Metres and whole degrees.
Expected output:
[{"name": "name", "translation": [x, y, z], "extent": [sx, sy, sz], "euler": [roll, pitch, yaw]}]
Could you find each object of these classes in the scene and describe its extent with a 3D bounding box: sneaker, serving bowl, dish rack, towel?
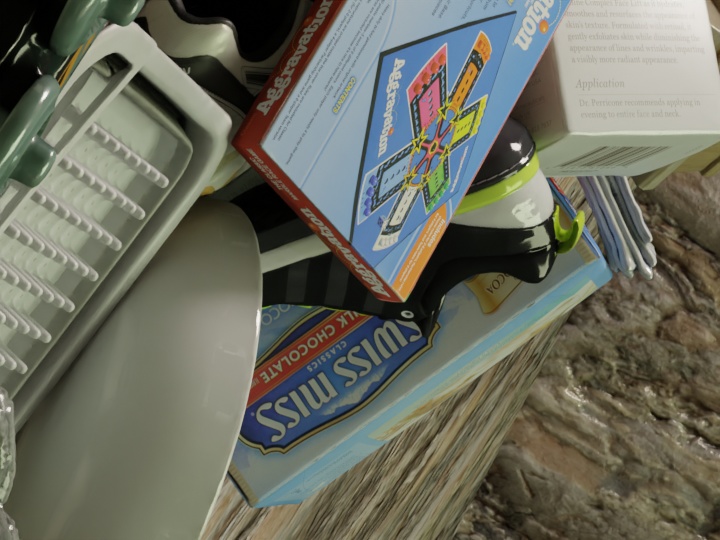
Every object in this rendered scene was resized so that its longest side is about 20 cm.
[{"name": "sneaker", "translation": [-0.037, -0.098, 1.112], "extent": [0.088, 0.075, 0.200], "euler": [-66, 171, 29]}, {"name": "serving bowl", "translation": [-0.112, 0.057, 1.101], "extent": [0.200, 0.065, 0.201], "euler": [-51, -153, 40]}, {"name": "dish rack", "translation": [-0.126, -0.011, 0.946], "extent": [0.172, 0.043, 0.200], "euler": [-53, 166, -1]}, {"name": "sneaker", "translation": [0.000, 0.000, 1.169], "extent": [0.199, 0.083, 0.072], "euler": [-18, -160, 29]}, {"name": "towel", "translation": [0.106, -0.073, 1.349], "extent": [0.024, 0.148, 0.200], "euler": [-23, -174, 5]}]

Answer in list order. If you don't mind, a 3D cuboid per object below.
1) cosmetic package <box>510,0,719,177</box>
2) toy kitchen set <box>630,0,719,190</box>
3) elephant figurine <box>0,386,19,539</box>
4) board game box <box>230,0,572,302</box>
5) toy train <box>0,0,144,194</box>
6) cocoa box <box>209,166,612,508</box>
[{"name": "cosmetic package", "translation": [0.089, -0.146, 1.200], "extent": [0.101, 0.201, 0.074], "euler": [-1, 167, -38]}, {"name": "toy kitchen set", "translation": [0.224, -0.067, 1.364], "extent": [0.163, 0.181, 0.200], "euler": [-6, 150, -51]}, {"name": "elephant figurine", "translation": [-0.208, 0.140, 0.863], "extent": [0.156, 0.199, 0.142], "euler": [-94, -178, -51]}, {"name": "board game box", "translation": [0.030, -0.099, 1.084], "extent": [0.103, 0.019, 0.201], "euler": [46, 63, -35]}, {"name": "toy train", "translation": [-0.101, -0.091, 0.795], "extent": [0.201, 0.085, 0.114], "euler": [-59, -176, -9]}, {"name": "cocoa box", "translation": [0.003, 0.004, 1.283], "extent": [0.200, 0.132, 0.133], "euler": [-36, 172, 4]}]
